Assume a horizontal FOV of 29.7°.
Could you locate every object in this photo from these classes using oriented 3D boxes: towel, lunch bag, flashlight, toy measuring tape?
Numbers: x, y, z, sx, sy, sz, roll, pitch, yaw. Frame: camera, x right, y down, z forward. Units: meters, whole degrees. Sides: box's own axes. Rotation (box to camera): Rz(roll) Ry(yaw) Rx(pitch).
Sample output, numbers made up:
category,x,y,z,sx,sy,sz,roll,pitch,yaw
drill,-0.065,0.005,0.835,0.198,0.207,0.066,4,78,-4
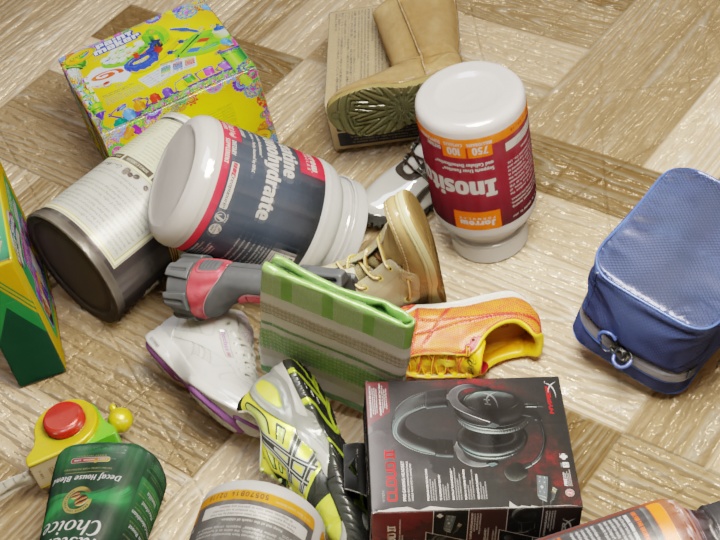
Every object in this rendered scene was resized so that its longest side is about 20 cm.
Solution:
category,x,y,z,sx,sy,sz,roll,pitch,yaw
towel,-0.023,0.064,1.251,0.149,0.200,0.031,22,60,7
lunch bag,0.295,0.020,1.289,0.136,0.132,0.200,35,60,21
flashlight,-0.096,0.025,1.325,0.200,0.068,0.068,7,85,27
toy measuring tape,-0.320,0.178,1.336,0.200,0.074,0.074,-24,44,-10

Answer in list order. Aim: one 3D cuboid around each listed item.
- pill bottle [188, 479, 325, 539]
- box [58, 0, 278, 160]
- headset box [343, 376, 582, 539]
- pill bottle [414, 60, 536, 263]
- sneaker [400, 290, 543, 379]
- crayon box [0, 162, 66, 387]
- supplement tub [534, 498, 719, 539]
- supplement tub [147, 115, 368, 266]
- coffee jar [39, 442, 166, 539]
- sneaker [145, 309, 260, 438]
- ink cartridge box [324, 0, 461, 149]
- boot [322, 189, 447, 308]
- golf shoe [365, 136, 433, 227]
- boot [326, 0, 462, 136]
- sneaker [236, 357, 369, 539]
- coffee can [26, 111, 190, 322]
category,x,y,z,sx,sy,sz,roll,pitch,yaw
pill bottle,-0.104,0.285,1.133,0.116,0.117,0.200,1,45,16
box,-0.237,-0.209,1.669,0.200,0.122,0.193,-25,45,-10
headset box,0.084,0.174,1.203,0.199,0.077,0.149,0,44,-2
pill bottle,0.124,-0.107,1.410,0.113,0.200,0.113,-8,44,7
sneaker,0.082,0.073,1.330,0.199,0.073,0.077,-16,40,-1
crayon box,-0.382,-0.006,1.463,0.058,0.173,0.200,-20,43,-5
supplement tub,0.213,0.249,1.092,0.200,0.107,0.107,-18,44,-3
supplement tub,-0.107,-0.067,1.415,0.200,0.140,0.141,19,36,-27
coffee jar,-0.245,0.255,1.224,0.104,0.085,0.200,-4,45,11
sneaker,-0.136,0.090,1.359,0.100,0.075,0.200,-44,50,-10
ink cartridge box,0.043,-0.245,1.664,0.164,0.075,0.200,-6,44,7
boot,0.000,0.000,1.341,0.155,0.200,0.073,-12,63,4
golf shoe,0.075,-0.125,1.521,0.200,0.095,0.078,-31,47,-15
boot,0.038,-0.246,1.574,0.175,0.066,0.200,-10,42,-1
sneaker,-0.046,0.182,1.245,0.076,0.075,0.200,-32,63,11
coffee can,-0.244,-0.061,1.501,0.146,0.147,0.200,28,58,36
